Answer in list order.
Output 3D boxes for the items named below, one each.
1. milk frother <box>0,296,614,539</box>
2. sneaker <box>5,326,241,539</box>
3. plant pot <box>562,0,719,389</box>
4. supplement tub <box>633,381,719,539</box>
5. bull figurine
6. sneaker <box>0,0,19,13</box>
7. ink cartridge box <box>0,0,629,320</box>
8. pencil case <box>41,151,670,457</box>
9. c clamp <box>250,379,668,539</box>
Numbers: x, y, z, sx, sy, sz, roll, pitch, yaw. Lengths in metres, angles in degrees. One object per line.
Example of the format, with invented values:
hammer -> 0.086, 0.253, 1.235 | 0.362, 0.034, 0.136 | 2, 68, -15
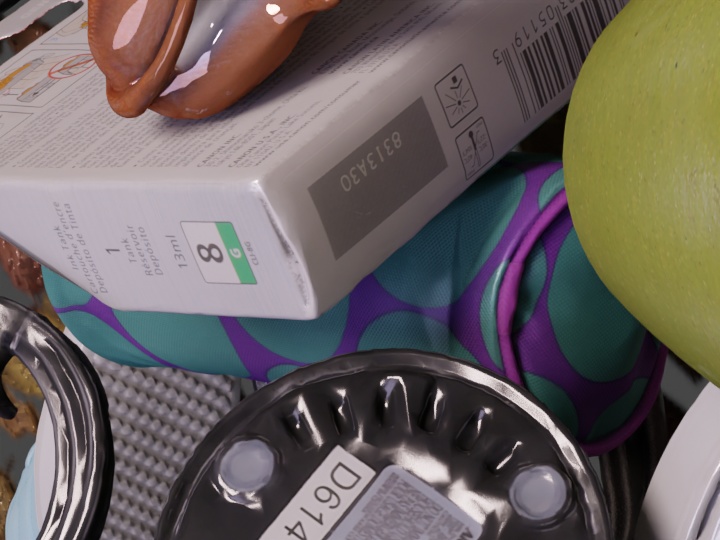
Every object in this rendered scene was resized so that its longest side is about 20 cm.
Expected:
milk frother -> -0.030, 0.099, 0.828 | 0.200, 0.180, 0.188 | 52, 171, 26
sneaker -> -0.096, 0.072, 1.044 | 0.082, 0.074, 0.200 | 37, 127, 44
plant pot -> 0.135, -0.026, 0.645 | 0.200, 0.187, 0.187 | 1, 116, 64
supplement tub -> 0.177, 0.099, 0.727 | 0.200, 0.145, 0.145 | 35, 135, 42
bull figurine -> -0.026, -0.122, 0.811 | 0.065, 0.200, 0.121 | 32, 128, -25
sneaker -> -0.111, -0.153, 0.878 | 0.070, 0.078, 0.200 | 23, 147, 18
ink cartridge box -> -0.042, -0.047, 0.848 | 0.200, 0.161, 0.050 | 0, 121, 44
pencil case -> 0.000, 0.000, 0.876 | 0.200, 0.092, 0.085 | 10, 88, 44
c clamp -> 0.026, 0.064, 0.960 | 0.200, 0.027, 0.171 | 2, 110, 45
